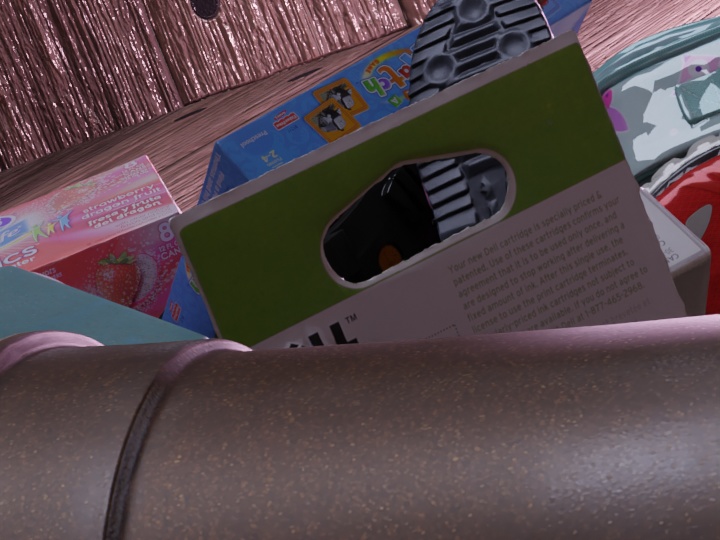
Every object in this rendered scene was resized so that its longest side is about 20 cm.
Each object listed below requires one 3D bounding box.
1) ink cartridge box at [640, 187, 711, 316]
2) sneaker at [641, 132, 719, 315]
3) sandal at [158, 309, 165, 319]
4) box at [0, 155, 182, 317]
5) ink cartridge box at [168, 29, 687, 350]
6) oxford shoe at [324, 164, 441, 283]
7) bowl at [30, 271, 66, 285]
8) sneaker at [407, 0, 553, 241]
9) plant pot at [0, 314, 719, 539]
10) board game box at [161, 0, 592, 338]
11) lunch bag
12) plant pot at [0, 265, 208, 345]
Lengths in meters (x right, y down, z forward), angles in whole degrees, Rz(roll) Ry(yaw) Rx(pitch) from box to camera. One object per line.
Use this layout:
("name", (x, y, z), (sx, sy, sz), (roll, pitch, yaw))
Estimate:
("ink cartridge box", (0.026, 0.083, 0.883), (0.199, 0.177, 0.045), (-27, 51, -23))
("sneaker", (0.183, -0.025, 0.987), (0.199, 0.077, 0.085), (-26, 13, 4))
("sandal", (-0.105, 0.075, 1.218), (0.200, 0.075, 0.045), (-48, 13, -10))
("box", (-0.173, 0.034, 1.277), (0.199, 0.103, 0.095), (-23, 25, -7))
("ink cartridge box", (0.029, 0.050, 0.768), (0.147, 0.201, 0.076), (-26, 10, -23))
("oxford shoe", (0.000, 0.000, 1.099), (0.084, 0.073, 0.200), (-26, 4, 41))
("bowl", (-0.186, 0.060, 1.060), (0.200, 0.091, 0.201), (-36, 11, 8))
("sneaker", (0.065, -0.022, 1.073), (0.070, 0.202, 0.082), (-12, -24, 13))
("plant pot", (0.025, 0.099, 0.593), (0.197, 0.202, 0.200), (-10, 13, 20))
("board game box", (0.005, -0.045, 1.157), (0.199, 0.037, 0.152), (-33, -20, -31))
("lunch bag", (0.194, -0.054, 1.093), (0.199, 0.161, 0.077), (-20, 53, 3))
("plant pot", (-0.134, 0.093, 0.844), (0.140, 0.142, 0.200), (19, 38, 20))
